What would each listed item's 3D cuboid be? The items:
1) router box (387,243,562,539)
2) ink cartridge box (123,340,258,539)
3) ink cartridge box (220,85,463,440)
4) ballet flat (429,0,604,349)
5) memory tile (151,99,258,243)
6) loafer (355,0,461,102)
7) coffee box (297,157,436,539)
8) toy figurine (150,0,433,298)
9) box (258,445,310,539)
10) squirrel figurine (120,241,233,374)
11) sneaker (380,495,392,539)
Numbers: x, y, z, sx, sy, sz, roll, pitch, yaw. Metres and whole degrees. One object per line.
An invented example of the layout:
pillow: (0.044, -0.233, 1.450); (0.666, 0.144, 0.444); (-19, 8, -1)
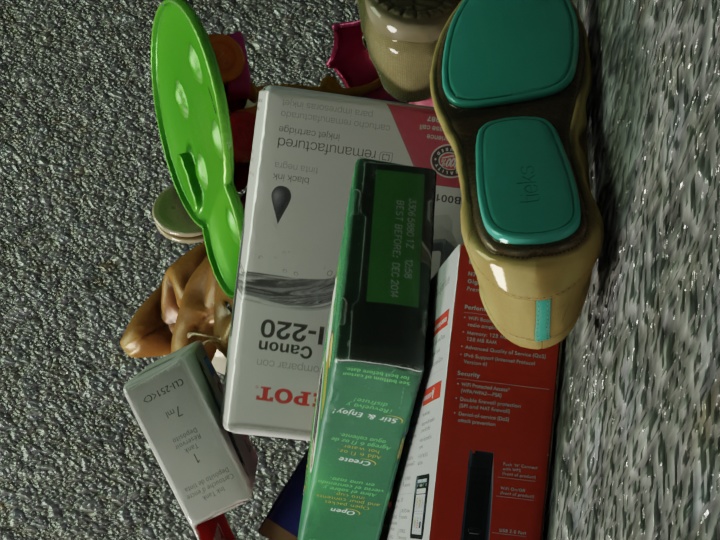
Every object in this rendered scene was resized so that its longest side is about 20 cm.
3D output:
router box: (0.047, 0.093, 0.792); (0.200, 0.048, 0.181); (116, 161, -82)
ink cartridge box: (-0.087, 0.136, 1.083); (0.200, 0.044, 0.177); (-158, 43, -88)
ink cartridge box: (0.000, 0.000, 1.010); (0.085, 0.144, 0.202); (-120, 37, -82)
ballet flat: (0.063, -0.048, 0.700); (0.201, 0.068, 0.063); (-84, -11, -49)
memory tile: (-0.033, -0.064, 1.185); (0.017, 0.198, 0.154); (90, -169, -47)
loafer: (0.030, -0.163, 1.030); (0.200, 0.075, 0.068); (-73, -7, -60)
coffee box: (0.002, 0.054, 0.856); (0.201, 0.044, 0.124); (101, 176, -51)
toy figurine: (-0.022, -0.094, 1.125); (0.150, 0.183, 0.201); (126, 129, -63)
box: (0.004, 0.092, 1.172); (0.201, 0.032, 0.121); (-60, -7, 7)
squirrel figurine: (-0.066, 0.002, 1.250); (0.201, 0.141, 0.187); (-58, 2, -16)
sneaker: (0.012, 0.217, 0.974); (0.087, 0.073, 0.201); (99, 177, -65)
